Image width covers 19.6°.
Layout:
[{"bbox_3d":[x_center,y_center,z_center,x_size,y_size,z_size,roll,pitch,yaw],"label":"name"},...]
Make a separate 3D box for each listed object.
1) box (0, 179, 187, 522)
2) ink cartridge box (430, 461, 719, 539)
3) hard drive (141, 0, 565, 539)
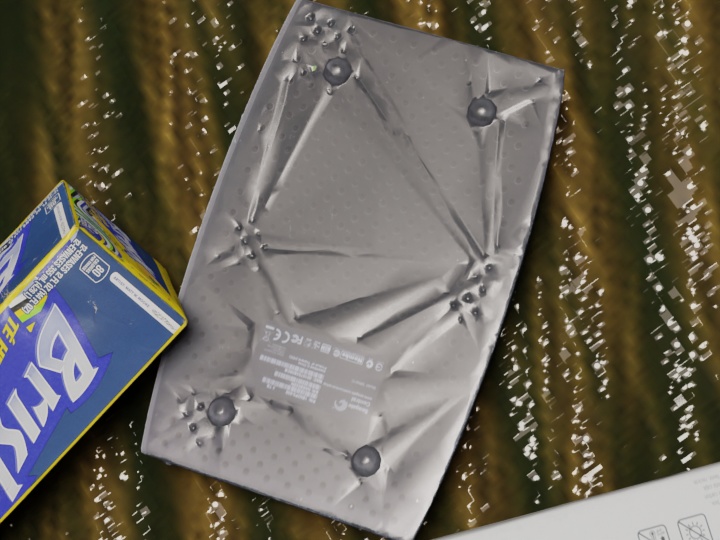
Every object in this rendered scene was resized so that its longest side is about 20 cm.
[{"bbox_3d":[-0.163,0.062,0.849,0.064,0.070,0.200,41,95,-22],"label":"box"},{"bbox_3d":[0.116,0.177,0.751,0.198,0.041,0.201,-12,71,-17],"label":"ink cartridge box"},{"bbox_3d":[0.000,0.000,0.856,0.134,0.042,0.201,16,83,16],"label":"hard drive"}]
